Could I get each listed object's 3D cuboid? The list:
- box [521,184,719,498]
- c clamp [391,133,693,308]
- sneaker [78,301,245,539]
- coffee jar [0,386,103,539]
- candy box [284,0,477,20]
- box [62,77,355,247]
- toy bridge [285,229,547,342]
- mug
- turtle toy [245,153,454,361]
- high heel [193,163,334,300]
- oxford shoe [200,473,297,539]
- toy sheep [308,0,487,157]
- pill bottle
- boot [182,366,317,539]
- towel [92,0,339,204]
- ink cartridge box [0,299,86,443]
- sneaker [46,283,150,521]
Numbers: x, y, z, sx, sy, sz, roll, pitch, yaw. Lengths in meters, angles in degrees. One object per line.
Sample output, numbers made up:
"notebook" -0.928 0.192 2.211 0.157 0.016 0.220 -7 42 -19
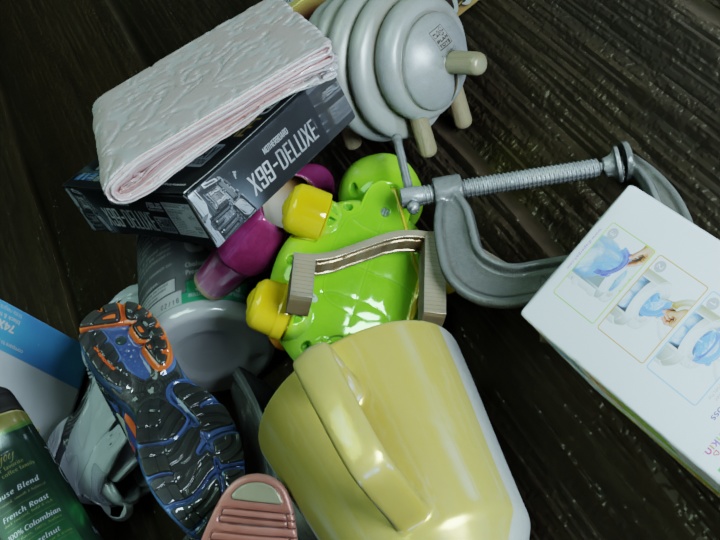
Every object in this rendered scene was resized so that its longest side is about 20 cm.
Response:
"box" 0.202 0.060 0.604 0.102 0.112 0.200 -48 43 2
"c clamp" 0.122 -0.048 0.752 0.196 0.027 0.173 -5 49 3
"sneaker" -0.140 0.114 0.812 0.074 0.079 0.201 -24 59 -17
"coffee jar" -0.272 0.192 0.882 0.085 0.105 0.201 -30 71 -23
"candy box" 0.026 -0.253 0.963 0.199 0.116 0.057 -37 44 17
"box" -0.121 -0.092 0.858 0.199 0.050 0.158 8 47 51
"toy bridge" 0.050 0.007 0.751 0.196 0.027 0.068 6 57 -5
"mug" 0.017 0.136 0.678 0.150 0.185 0.154 -53 48 27
"turtle toy" 0.000 0.000 0.818 0.101 0.144 0.203 127 163 -69
"high heel" -0.056 -0.054 0.879 0.096 0.068 0.200 -43 -2 40
"oxford shoe" -0.075 0.225 0.717 0.070 0.074 0.204 9 97 3
"toy sheep" 0.025 -0.165 0.886 0.198 0.138 0.140 8 68 41
"pill bottle" -0.136 -0.008 0.945 0.112 0.113 0.202 -31 48 21
"boot" -0.107 0.188 0.824 0.174 0.069 0.201 -42 43 13
"towel" -0.118 -0.136 0.840 0.189 0.032 0.200 -31 28 -1
"ink cartridge box" -0.373 0.144 1.027 0.145 0.146 0.203 -9 58 37
"sneaker" -0.196 0.115 0.948 0.114 0.075 0.203 13 77 44
